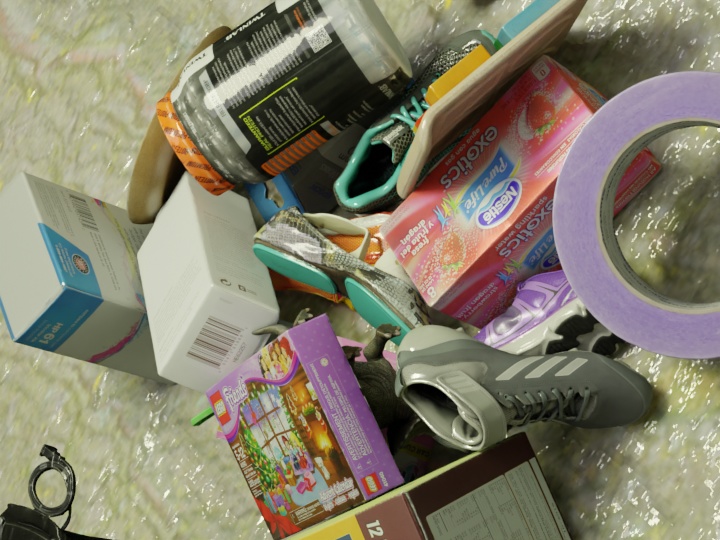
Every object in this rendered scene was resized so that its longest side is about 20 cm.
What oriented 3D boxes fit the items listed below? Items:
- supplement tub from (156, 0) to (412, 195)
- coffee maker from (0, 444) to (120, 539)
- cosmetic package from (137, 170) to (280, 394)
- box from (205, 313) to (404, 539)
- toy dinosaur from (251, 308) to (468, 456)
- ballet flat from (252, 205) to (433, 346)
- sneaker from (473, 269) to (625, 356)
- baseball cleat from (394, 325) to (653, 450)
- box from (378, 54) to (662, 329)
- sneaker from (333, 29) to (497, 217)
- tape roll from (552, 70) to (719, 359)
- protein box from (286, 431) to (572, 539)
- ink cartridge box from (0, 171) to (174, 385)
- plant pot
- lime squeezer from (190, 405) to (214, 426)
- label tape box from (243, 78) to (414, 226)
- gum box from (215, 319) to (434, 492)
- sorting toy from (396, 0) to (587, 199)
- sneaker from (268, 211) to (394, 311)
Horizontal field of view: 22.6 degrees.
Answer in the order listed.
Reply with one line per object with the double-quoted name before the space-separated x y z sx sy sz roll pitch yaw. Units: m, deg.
"supplement tub" -0.066 -0.157 1.516 0.199 0.122 0.123 -32 55 10
"coffee maker" -0.217 0.272 1.541 0.135 0.199 0.193 42 105 38
"cosmetic package" -0.134 0.011 1.560 0.102 0.073 0.201 -56 25 22
"box" -0.048 0.127 1.392 0.138 0.039 0.200 65 152 6
"toy dinosaur" -0.015 0.091 1.412 0.198 0.077 0.103 9 117 28
"ballet flat" 0.000 0.000 1.484 0.199 0.072 0.073 30 95 28
"sneaker" 0.132 0.054 1.428 0.199 0.081 0.084 -31 40 20
"baseball cleat" 0.121 0.101 1.338 0.107 0.198 0.070 -81 1 -53
"box" 0.127 -0.057 1.438 0.200 0.102 0.095 -46 52 16
"sneaker" 0.049 -0.117 1.520 0.077 0.091 0.201 41 108 9
"tape roll" 0.241 -0.039 1.290 0.198 0.085 0.203 1 92 16
"protein box" 0.030 0.234 1.325 0.197 0.199 0.136 -28 83 29
"ink cartridge box" -0.239 0.011 1.655 0.085 0.199 0.145 -45 51 23
"plant pot" -0.154 -0.128 1.658 0.027 0.200 0.202 26 93 9
"lime squeezer" -0.066 0.115 1.498 0.199 0.038 0.071 12 113 41
"label tape box" -0.049 -0.135 1.636 0.200 0.063 0.145 -46 51 17
"gum box" -0.028 0.114 1.528 0.199 0.066 0.115 14 83 41
"sorting toy" 0.100 -0.152 1.415 0.036 0.185 0.200 45 79 4
"sneaker" -0.030 0.000 1.570 0.199 0.073 0.078 -11 77 40
